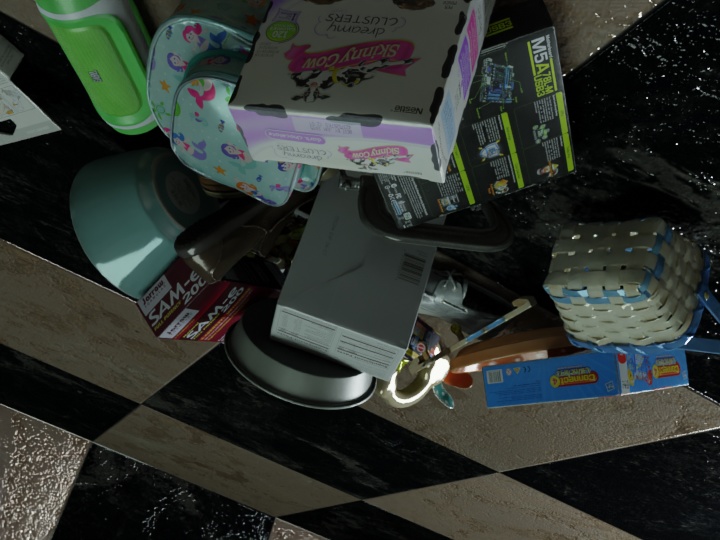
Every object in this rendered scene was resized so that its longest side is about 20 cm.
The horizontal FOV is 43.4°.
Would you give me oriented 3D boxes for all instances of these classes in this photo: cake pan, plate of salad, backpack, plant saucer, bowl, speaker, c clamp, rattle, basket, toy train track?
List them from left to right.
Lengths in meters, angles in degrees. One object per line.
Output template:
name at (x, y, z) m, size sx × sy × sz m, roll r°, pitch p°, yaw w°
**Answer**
speaker at (-0.261, -0.230, 0.930) m, size 0.087 × 0.089 × 0.201 m, roll 11°, pitch 152°, yaw 14°
bowl at (-0.251, -0.073, 1.132) m, size 0.104 × 0.203 × 0.200 m, roll -26°, pitch 133°, yaw 29°
backpack at (-0.111, -0.173, 0.879) m, size 0.198 × 0.151 × 0.178 m, roll 28°, pitch 140°, yaw 1°
plate of salad at (-0.114, -0.034, 1.247) m, size 0.197 × 0.049 × 0.201 m, roll 15°, pitch 153°, yaw 8°
cake pan at (-0.068, 0.095, 1.115) m, size 0.198 × 0.201 × 0.037 m, roll 20°, pitch 114°, yaw -2°
rattle at (0.072, 0.149, 1.456) m, size 0.142 × 0.132 × 0.199 m, roll 9°, pitch -179°, yaw 41°
c clamp at (0.069, -0.076, 0.991) m, size 0.197 × 0.172 × 0.027 m, roll 10°, pitch 121°, yaw -6°
toy train track at (0.139, 0.077, 1.177) m, size 0.199 × 0.033 × 0.114 m, roll -33°, pitch 171°, yaw 30°
plant saucer at (0.218, 0.107, 1.237) m, size 0.197 × 0.033 × 0.200 m, roll -10°, pitch 168°, yaw -2°
basket at (0.309, 0.031, 0.995) m, size 0.175 × 0.140 × 0.200 m, roll 0°, pitch 143°, yaw 43°

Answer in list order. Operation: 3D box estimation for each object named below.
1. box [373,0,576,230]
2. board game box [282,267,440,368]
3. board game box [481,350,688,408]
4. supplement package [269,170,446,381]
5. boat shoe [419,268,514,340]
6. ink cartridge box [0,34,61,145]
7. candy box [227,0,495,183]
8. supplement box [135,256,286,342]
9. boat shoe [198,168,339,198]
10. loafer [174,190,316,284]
box at (0.096, -0.136, 0.841) m, size 0.191 × 0.048 × 0.201 m, roll -20°, pitch 144°, yaw 8°
board game box at (-0.002, 0.068, 1.281) m, size 0.198 × 0.057 × 0.165 m, roll 18°, pitch 170°, yaw 23°
board game box at (0.298, 0.139, 1.195) m, size 0.199 × 0.057 × 0.194 m, roll -14°, pitch 169°, yaw 43°
supplement package at (0.000, 0.000, 1.066) m, size 0.154 × 0.202 × 0.111 m, roll 20°, pitch 154°, yaw -1°
boat shoe at (0.120, 0.031, 1.205) m, size 0.199 × 0.073 × 0.068 m, roll 31°, pitch 136°, yaw -18°
ink cartridge box at (-0.478, -0.231, 1.109) m, size 0.198 × 0.045 × 0.176 m, roll -4°, pitch 145°, yaw 38°
candy box at (0.008, -0.179, 0.725) m, size 0.165 × 0.202 × 0.072 m, roll 8°, pitch 152°, yaw 17°
supplement box at (-0.179, 0.035, 1.160) m, size 0.061 × 0.109 × 0.199 m, roll 52°, pitch -163°, yaw 22°
boat shoe at (-0.113, -0.137, 1.039) m, size 0.198 × 0.073 × 0.068 m, roll -9°, pitch 139°, yaw 28°
loafer at (-0.129, -0.052, 1.069) m, size 0.073 × 0.199 × 0.072 m, roll 15°, pitch 133°, yaw 52°
